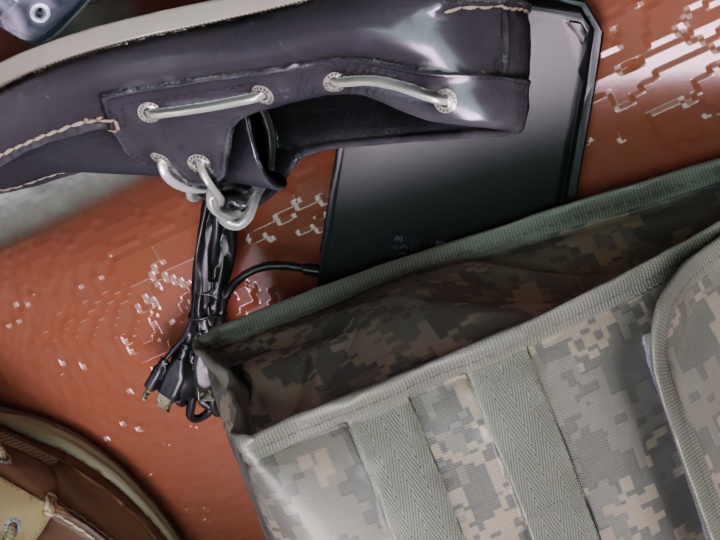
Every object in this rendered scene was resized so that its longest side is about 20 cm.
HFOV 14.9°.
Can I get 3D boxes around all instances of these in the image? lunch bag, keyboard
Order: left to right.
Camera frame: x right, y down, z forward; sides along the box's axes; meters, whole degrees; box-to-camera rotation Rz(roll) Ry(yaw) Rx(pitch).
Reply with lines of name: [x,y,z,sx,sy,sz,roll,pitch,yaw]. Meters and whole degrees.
keyboard: [0.000,0.000,0.880,0.127,0.021,0.200,9,111,-2]
lunch bag: [0.074,0.069,0.839,0.200,0.118,0.164,-22,109,-6]

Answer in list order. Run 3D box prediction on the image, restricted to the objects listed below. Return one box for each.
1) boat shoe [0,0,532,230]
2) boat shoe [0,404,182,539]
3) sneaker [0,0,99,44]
boat shoe: [-0.041,-0.045,0.815,0.200,0.073,0.063,-16,83,23]
boat shoe: [-0.144,0.075,0.900,0.200,0.074,0.076,36,112,-6]
sneaker: [-0.042,-0.111,0.814,0.200,0.070,0.109,18,109,7]
